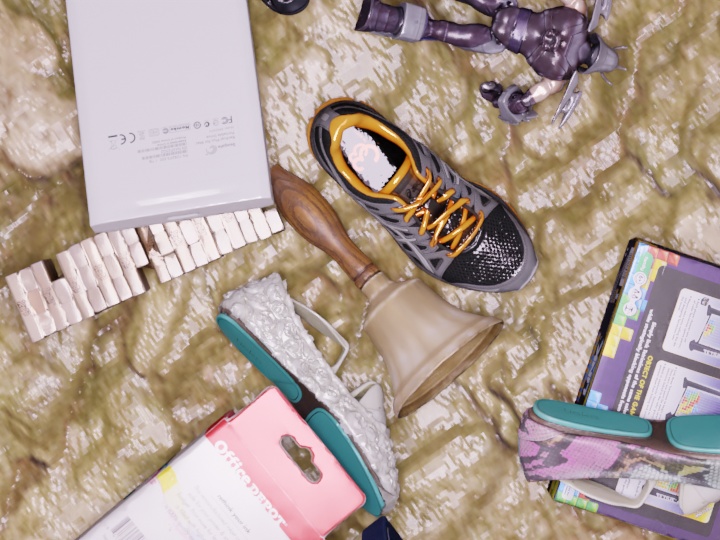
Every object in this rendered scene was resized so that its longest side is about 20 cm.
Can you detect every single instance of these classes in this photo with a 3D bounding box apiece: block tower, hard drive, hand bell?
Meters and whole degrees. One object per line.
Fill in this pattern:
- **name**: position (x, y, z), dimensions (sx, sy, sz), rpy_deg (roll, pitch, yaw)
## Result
- **block tower**: position (-0.156, -0.014, 1.726), dimensions (0.199, 0.054, 0.058), rpy_deg (-23, 92, 0)
- **hard drive**: position (-0.140, -0.135, 1.705), dimensions (0.131, 0.026, 0.201), rpy_deg (-9, 74, 3)
- **hand bell**: position (0.000, 0.000, 1.723), dimensions (0.104, 0.104, 0.200), rpy_deg (-43, 78, 2)

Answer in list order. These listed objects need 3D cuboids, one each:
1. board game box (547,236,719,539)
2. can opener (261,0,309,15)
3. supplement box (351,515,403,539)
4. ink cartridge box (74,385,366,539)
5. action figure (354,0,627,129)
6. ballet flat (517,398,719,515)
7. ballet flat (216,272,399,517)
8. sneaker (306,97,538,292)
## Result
- **board game box**: position (0.245, 0.096, 1.726), dimensions (0.165, 0.057, 0.201), rpy_deg (19, 92, -2)
- **can opener**: position (-0.025, -0.277, 1.715), dimensions (0.063, 0.079, 0.200), rpy_deg (29, 79, -6)
- **supplement box**: position (-0.004, 0.315, 1.635), dimensions (0.200, 0.134, 0.200), rpy_deg (-36, 91, 1)
- **ink cartridge box**: position (-0.104, 0.185, 1.724), dimensions (0.200, 0.067, 0.116), rpy_deg (-39, 92, 1)
- **action figure**: position (0.100, -0.179, 1.715), dimensions (0.199, 0.069, 0.131), rpy_deg (18, 85, -4)
- **ballet flat**: position (0.210, 0.135, 1.672), dimensions (0.199, 0.069, 0.071), rpy_deg (5, 110, 3)
- **ballet flat**: position (-0.023, 0.084, 1.724), dimensions (0.072, 0.072, 0.200), rpy_deg (-38, 91, 1)
- **sneaker**: position (0.043, -0.050, 1.712), dimensions (0.200, 0.077, 0.078), rpy_deg (35, 90, -2)
